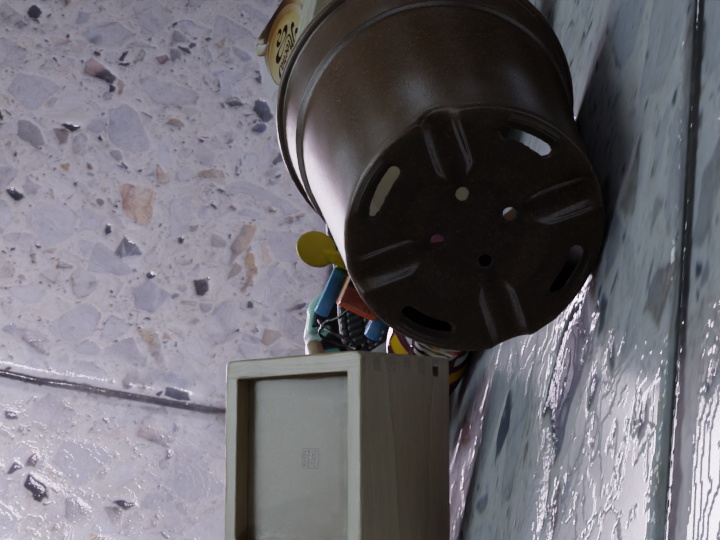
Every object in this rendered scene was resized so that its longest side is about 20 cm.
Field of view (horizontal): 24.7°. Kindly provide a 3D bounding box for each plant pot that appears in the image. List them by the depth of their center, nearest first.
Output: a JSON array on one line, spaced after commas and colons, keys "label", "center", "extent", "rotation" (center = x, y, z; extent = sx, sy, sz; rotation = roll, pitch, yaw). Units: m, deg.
[{"label": "plant pot", "center": [0.054, -0.061, 0.999], "extent": [0.199, 0.198, 0.202], "rotation": [-106, 26, -63]}]

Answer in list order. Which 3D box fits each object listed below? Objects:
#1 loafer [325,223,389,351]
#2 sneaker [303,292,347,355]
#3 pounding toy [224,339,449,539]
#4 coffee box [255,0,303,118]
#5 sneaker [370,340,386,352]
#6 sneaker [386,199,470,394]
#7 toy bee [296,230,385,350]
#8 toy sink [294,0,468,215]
[{"label": "loafer", "center": [0.009, -0.011, 1.603], "extent": [0.071, 0.072, 0.202], "rotation": [35, -125, -68]}, {"label": "sneaker", "center": [-0.021, 0.125, 1.667], "extent": [0.140, 0.077, 0.202], "rotation": [154, 99, -71]}, {"label": "pounding toy", "center": [-0.020, 0.138, 1.318], "extent": [0.199, 0.141, 0.186], "rotation": [-7, 79, 45]}, {"label": "coffee box", "center": [-0.018, -0.241, 1.620], "extent": [0.200, 0.079, 0.114], "rotation": [-49, 47, 44]}, {"label": "sneaker", "center": [0.037, 0.134, 1.493], "extent": [0.088, 0.081, 0.201], "rotation": [-41, -28, -22]}, {"label": "sneaker", "center": [0.062, 0.044, 1.325], "extent": [0.090, 0.074, 0.201], "rotation": [-75, -2, -57]}, {"label": "toy bee", "center": [0.000, 0.000, 1.461], "extent": [0.200, 0.130, 0.109], "rotation": [-1, 63, 64]}, {"label": "toy sink", "center": [0.037, -0.143, 1.390], "extent": [0.200, 0.111, 0.131], "rotation": [50, -138, -49]}]
